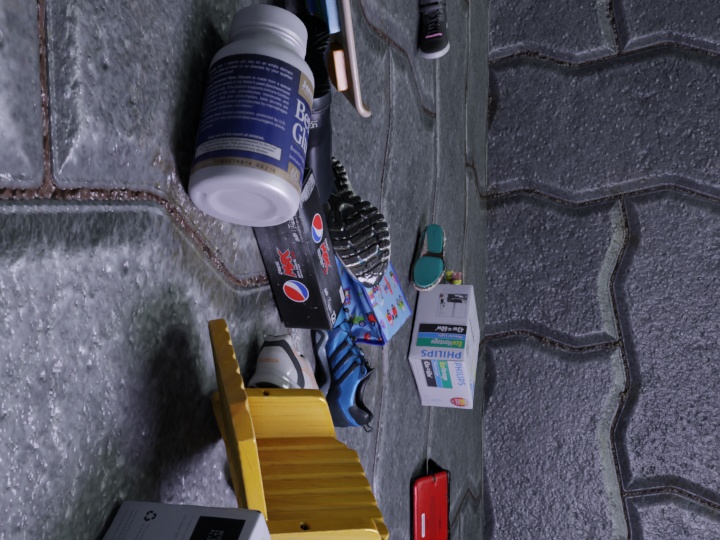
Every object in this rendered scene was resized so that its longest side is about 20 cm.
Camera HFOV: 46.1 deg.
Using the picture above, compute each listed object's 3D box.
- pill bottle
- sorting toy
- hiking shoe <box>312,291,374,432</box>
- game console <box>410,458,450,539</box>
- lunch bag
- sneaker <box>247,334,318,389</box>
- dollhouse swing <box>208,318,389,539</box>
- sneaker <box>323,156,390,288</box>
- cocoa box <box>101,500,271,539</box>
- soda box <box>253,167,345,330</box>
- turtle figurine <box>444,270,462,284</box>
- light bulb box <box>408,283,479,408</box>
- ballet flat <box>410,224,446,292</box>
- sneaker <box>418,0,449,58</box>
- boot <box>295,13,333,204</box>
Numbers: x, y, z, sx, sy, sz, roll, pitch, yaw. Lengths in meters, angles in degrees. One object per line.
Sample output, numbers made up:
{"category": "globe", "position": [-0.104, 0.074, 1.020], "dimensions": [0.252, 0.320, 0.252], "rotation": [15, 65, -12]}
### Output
{"category": "pill bottle", "position": [-0.104, -0.157, 0.848], "dimensions": [0.111, 0.109, 0.204], "rotation": [54, 39, -64]}
{"category": "sorting toy", "position": [-0.043, -0.316, 1.096], "dimensions": [0.186, 0.036, 0.203], "rotation": [-120, -166, -55]}
{"category": "hiking shoe", "position": [-0.019, 0.123, 1.197], "dimensions": [0.074, 0.085, 0.204], "rotation": [-8, 98, -74]}
{"category": "game console", "position": [0.139, 0.542, 1.889], "dimensions": [0.170, 0.118, 0.204], "rotation": [-2, 92, -43]}
{"category": "lunch bag", "position": [0.000, 0.000, 1.292], "dimensions": [0.150, 0.092, 0.204], "rotation": [-38, 117, -67]}
{"category": "sneaker", "position": [-0.074, 0.148, 1.029], "dimensions": [0.201, 0.072, 0.081], "rotation": [68, 25, -54]}
{"category": "dollhouse swing", "position": [-0.057, 0.155, 0.798], "dimensions": [0.201, 0.178, 0.179], "rotation": [-120, -142, -56]}
{"category": "sneaker", "position": [-0.020, -0.056, 1.107], "dimensions": [0.091, 0.077, 0.202], "rotation": [94, -27, -56]}
{"category": "cocoa box", "position": [-0.149, 0.300, 0.645], "dimensions": [0.201, 0.131, 0.133], "rotation": [-69, 154, -52]}
{"category": "soda box", "position": [-0.075, -0.023, 1.019], "dimensions": [0.064, 0.069, 0.202], "rotation": [-64, 150, -47]}
{"category": "turtle figurine", "position": [0.235, 0.087, 2.148], "dimensions": [0.200, 0.063, 0.164], "rotation": [47, 45, -68]}
{"category": "light bulb box", "position": [0.192, 0.168, 1.883], "dimensions": [0.200, 0.122, 0.202], "rotation": [72, 24, -49]}
{"category": "ballet flat", "position": [0.151, -0.015, 1.845], "dimensions": [0.065, 0.074, 0.202], "rotation": [96, 10, -48]}
{"category": "sneaker", "position": [0.158, -0.551, 1.878], "dimensions": [0.202, 0.069, 0.100], "rotation": [-81, 161, -48]}
{"category": "boot", "position": [-0.072, -0.194, 1.039], "dimensions": [0.170, 0.075, 0.202], "rotation": [96, -12, -46]}
